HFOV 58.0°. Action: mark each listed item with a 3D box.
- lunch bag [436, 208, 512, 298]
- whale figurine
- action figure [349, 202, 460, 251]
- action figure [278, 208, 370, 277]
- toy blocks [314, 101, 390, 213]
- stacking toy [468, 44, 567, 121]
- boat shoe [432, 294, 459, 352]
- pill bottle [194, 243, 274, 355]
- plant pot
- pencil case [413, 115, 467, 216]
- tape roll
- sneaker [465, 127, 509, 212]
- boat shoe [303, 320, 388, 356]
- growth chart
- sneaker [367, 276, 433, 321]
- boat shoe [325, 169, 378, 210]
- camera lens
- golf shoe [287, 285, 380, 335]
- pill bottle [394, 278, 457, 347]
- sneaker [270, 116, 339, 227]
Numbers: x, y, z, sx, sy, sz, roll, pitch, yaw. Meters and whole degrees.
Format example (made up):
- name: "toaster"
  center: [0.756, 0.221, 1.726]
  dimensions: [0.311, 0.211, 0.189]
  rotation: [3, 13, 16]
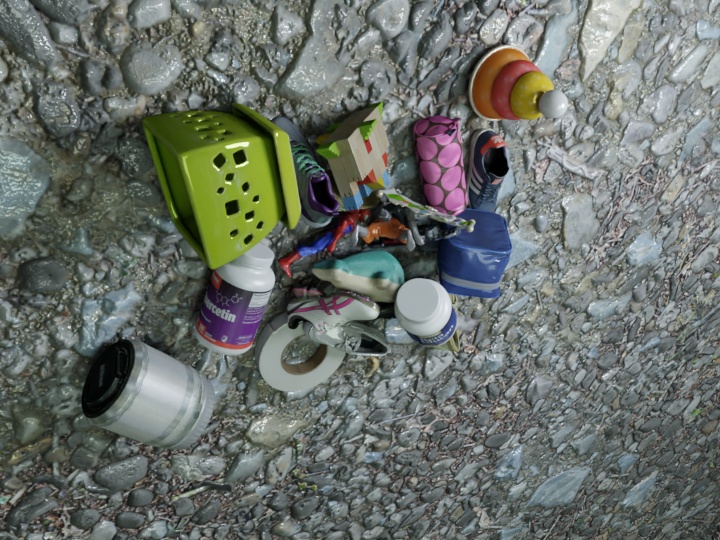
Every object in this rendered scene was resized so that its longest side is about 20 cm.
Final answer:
- name: "lunch bag"
  center: [0.228, -0.036, 1.350]
  dimensions: [0.135, 0.200, 0.133]
  rotation: [10, 122, 1]
- name: "whale figurine"
  center: [0.000, 0.000, 1.283]
  dimensions: [0.200, 0.159, 0.104]
  rotation: [19, 79, -42]
- name: "action figure"
  center: [0.085, -0.092, 1.244]
  dimensions: [0.199, 0.194, 0.105]
  rotation: [-7, 106, 15]
- name: "action figure"
  center: [-0.064, -0.058, 1.254]
  dimensions: [0.200, 0.065, 0.052]
  rotation: [-38, 99, -2]
- name: "toy blocks"
  center: [0.004, -0.192, 1.138]
  dimensions: [0.100, 0.200, 0.137]
  rotation: [-6, 120, 27]
- name: "stacking toy"
  center: [0.306, -0.322, 1.201]
  dimensions: [0.146, 0.200, 0.147]
  rotation: [-14, 125, -20]
- name: "boat shoe"
  center: [0.201, 0.106, 1.484]
  dimensions: [0.073, 0.063, 0.201]
  rotation: [-57, 153, -49]
- name: "pill bottle"
  center: [-0.227, 0.048, 1.198]
  dimensions: [0.112, 0.112, 0.201]
  rotation: [9, 114, -33]
- name: "plant pot"
  center: [-0.211, -0.150, 1.033]
  dimensions: [0.181, 0.200, 0.200]
  rotation: [-23, 127, -22]
- name: "pencil case"
  center: [0.163, -0.200, 1.275]
  dimensions: [0.093, 0.091, 0.201]
  rotation: [-25, 130, -14]
- name: "tape roll"
  center: [-0.125, 0.168, 1.380]
  dimensions: [0.202, 0.037, 0.204]
  rotation: [-14, 126, -21]
- name: "sneaker"
  center: [0.267, -0.187, 1.340]
  dimensions: [0.075, 0.085, 0.201]
  rotation: [-21, 127, -16]
- name: "boat shoe"
  center: [-0.022, 0.137, 1.351]
  dimensions: [0.199, 0.065, 0.074]
  rotation: [11, 113, -35]
- name: "growth chart"
  center: [0.125, -0.114, 1.219]
  dimensions: [0.199, 0.145, 0.018]
  rotation: [22, 103, 1]
- name: "sneaker"
  center: [0.081, 0.082, 1.415]
  dimensions: [0.199, 0.073, 0.082]
  rotation: [-15, 125, -20]
- name: "boat shoe"
  center: [-0.060, -0.146, 1.196]
  dimensions: [0.200, 0.063, 0.074]
  rotation: [-1, 81, -33]
- name: "camera lens"
  center: [-0.389, 0.228, 1.190]
  dimensions: [0.160, 0.160, 0.200]
  rotation: [-48, 130, 6]
- name: "golf shoe"
  center: [-0.053, 0.085, 1.262]
  dimensions: [0.073, 0.199, 0.093]
  rotation: [34, 64, -56]
- name: "pill bottle"
  center: [0.128, 0.081, 1.282]
  dimensions: [0.111, 0.111, 0.200]
  rotation: [-41, 158, 0]
- name: "sneaker"
  center: [-0.087, -0.174, 1.084]
  dimensions: [0.074, 0.087, 0.201]
  rotation: [-28, 93, -28]
